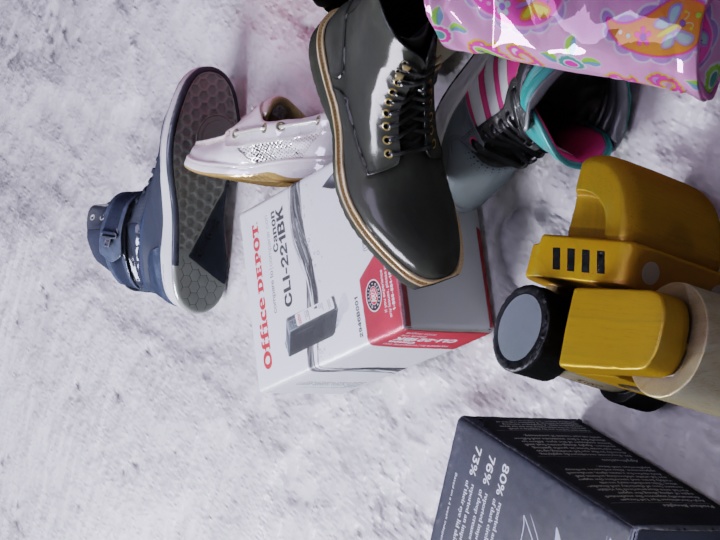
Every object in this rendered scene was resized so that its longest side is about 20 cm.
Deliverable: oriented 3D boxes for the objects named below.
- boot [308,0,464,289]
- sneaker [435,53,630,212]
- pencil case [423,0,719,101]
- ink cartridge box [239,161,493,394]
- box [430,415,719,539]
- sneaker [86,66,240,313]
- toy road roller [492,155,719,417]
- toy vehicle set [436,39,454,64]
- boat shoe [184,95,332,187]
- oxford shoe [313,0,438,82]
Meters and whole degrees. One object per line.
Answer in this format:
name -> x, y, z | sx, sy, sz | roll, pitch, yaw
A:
boot -> 0.030, -0.097, 1.644 | 0.201, 0.077, 0.138 | 66, 157, 7
sneaker -> 0.117, -0.095, 1.669 | 0.201, 0.083, 0.121 | -62, 31, 30
pencil case -> 0.139, -0.165, 1.565 | 0.199, 0.087, 0.088 | 13, 99, 24
ink cartridge box -> 0.000, 0.000, 1.827 | 0.200, 0.083, 0.146 | -27, 66, 53
box -> 0.139, 0.194, 1.584 | 0.200, 0.104, 0.149 | 32, 113, 52
sneaker -> -0.170, -0.077, 2.095 | 0.146, 0.076, 0.204 | 16, 102, 53
toy road roller -> 0.183, 0.009, 1.526 | 0.199, 0.122, 0.147 | 6, 81, 57
toy vehicle set -> 0.095, -0.221, 1.701 | 0.200, 0.026, 0.125 | -39, 24, 48
boat shoe -> -0.064, -0.102, 1.951 | 0.199, 0.070, 0.070 | 3, 89, 48
oxford shoe -> 0.003, -0.230, 1.831 | 0.073, 0.084, 0.202 | 100, 163, -66
